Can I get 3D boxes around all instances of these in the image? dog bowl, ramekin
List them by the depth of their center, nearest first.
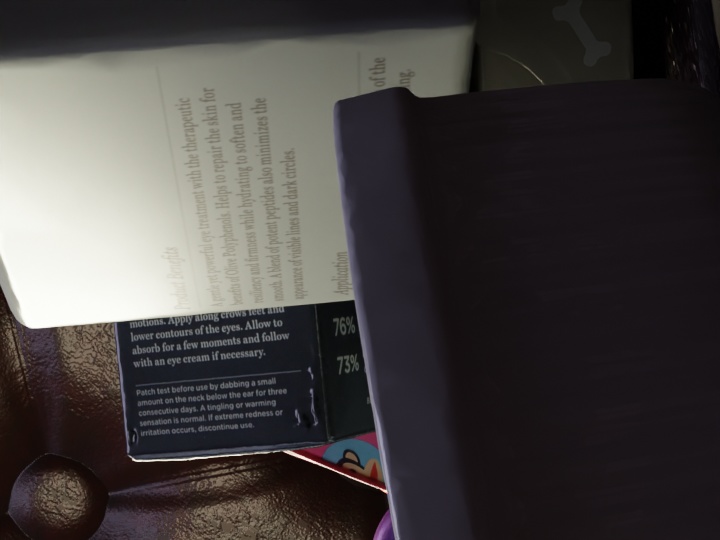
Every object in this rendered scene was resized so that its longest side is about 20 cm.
[{"bbox_3d":[0.061,0.044,0.502,0.200,0.104,0.202,-11,-90,-87],"label":"ramekin"},{"bbox_3d":[0.057,-0.103,0.716,0.200,0.058,0.202,174,90,-87],"label":"dog bowl"}]

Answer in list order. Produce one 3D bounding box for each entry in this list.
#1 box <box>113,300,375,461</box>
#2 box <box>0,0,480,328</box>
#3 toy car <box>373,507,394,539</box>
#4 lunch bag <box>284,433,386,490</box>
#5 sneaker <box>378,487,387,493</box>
[{"bbox_3d":[-0.036,-0.024,0.866,0.148,0.103,0.202,-2,-94,-65],"label":"box"},{"bbox_3d":[-0.056,-0.111,0.670,0.199,0.169,0.202,90,174,-65],"label":"box"},{"bbox_3d":[0.082,0.170,1.180,0.200,0.148,0.177,-31,-68,-66],"label":"toy car"},{"bbox_3d":[0.000,0.000,0.973,0.082,0.175,0.202,-16,-58,-66],"label":"lunch bag"},{"bbox_3d":[0.062,0.040,1.043,0.075,0.084,0.202,26,100,51],"label":"sneaker"}]
